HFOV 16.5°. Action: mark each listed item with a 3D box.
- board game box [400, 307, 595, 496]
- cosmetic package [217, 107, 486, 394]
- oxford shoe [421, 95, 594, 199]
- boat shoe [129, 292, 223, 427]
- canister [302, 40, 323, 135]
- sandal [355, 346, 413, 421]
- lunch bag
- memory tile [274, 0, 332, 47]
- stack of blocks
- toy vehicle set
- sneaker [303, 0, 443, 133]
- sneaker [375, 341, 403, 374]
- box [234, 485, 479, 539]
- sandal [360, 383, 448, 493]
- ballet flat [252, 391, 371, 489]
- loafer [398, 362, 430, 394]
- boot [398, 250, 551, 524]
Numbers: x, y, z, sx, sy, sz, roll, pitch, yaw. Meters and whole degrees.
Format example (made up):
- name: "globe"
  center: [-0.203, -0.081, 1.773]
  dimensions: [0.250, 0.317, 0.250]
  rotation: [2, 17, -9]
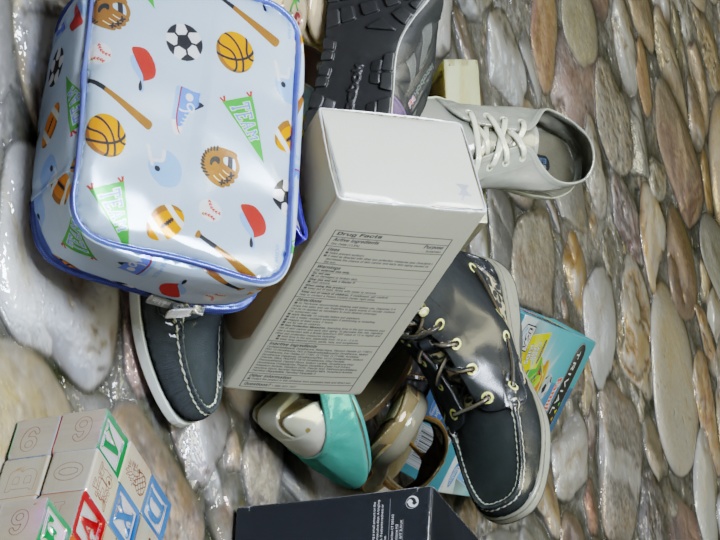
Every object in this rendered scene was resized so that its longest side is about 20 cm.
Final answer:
- name: "board game box"
  center: [0.110, 0.104, 1.965]
  dimensions: [0.152, 0.047, 0.200]
  rotation: [-63, 158, 3]
- name: "cosmetic package"
  center: [-0.013, -0.008, 1.532]
  dimensions: [0.104, 0.200, 0.071]
  rotation: [5, 51, -26]
- name: "oxford shoe"
  center: [0.085, -0.088, 1.737]
  dimensions: [0.199, 0.058, 0.076]
  rotation: [5, 74, -35]
- name: "boat shoe"
  center: [-0.107, -0.004, 1.533]
  dimensions: [0.076, 0.060, 0.202]
  rotation: [-22, 103, -68]
- name: "canister"
  center: [-0.036, -0.117, 1.727]
  dimensions: [0.149, 0.086, 0.201]
  rotation: [60, 31, -41]
- name: "sandal"
  center: [0.020, 0.047, 1.821]
  dimensions: [0.213, 0.077, 0.070]
  rotation: [-86, 154, -43]
- name: "lunch bag"
  center: [-0.106, -0.073, 1.446]
  dimensions: [0.159, 0.075, 0.202]
  rotation: [15, 65, -25]
- name: "memory tile"
  center: [-0.037, -0.220, 1.618]
  dimensions: [0.200, 0.017, 0.155]
  rotation: [-13, 106, -59]
- name: "stack of blocks"
  center: [-0.168, 0.170, 1.311]
  dimensions: [0.201, 0.058, 0.116]
  rotation: [-77, 151, -43]
- name: "toy vehicle set"
  center: [0.057, -0.069, 1.884]
  dimensions: [0.200, 0.026, 0.125]
  rotation: [127, -38, -72]
- name: "sneaker"
  center: [0.017, -0.150, 1.653]
  dimensions: [0.201, 0.075, 0.088]
  rotation: [-71, 159, -8]
- name: "sneaker"
  center: [0.000, 0.000, 1.790]
  dimensions: [0.075, 0.115, 0.201]
  rotation: [31, 79, -17]
- name: "box"
  center: [0.016, 0.223, 1.658]
  dimensions: [0.200, 0.140, 0.079]
  rotation: [50, 39, -53]
- name: "sandal"
  center: [0.036, 0.127, 1.781]
  dimensions: [0.081, 0.054, 0.200]
  rotation: [-62, 177, -9]
- name: "ballet flat"
  center: [-0.050, 0.068, 1.669]
  dimensions: [0.070, 0.067, 0.201]
  rotation: [-32, 114, -41]
- name: "loafer"
  center: [0.069, 0.057, 1.977]
  dimensions: [0.200, 0.072, 0.073]
  rotation: [-4, 108, -64]
- name: "boot"
  center: [0.053, 0.060, 1.665]
  dimensions: [0.153, 0.073, 0.205]
  rotation: [32, 42, -47]
